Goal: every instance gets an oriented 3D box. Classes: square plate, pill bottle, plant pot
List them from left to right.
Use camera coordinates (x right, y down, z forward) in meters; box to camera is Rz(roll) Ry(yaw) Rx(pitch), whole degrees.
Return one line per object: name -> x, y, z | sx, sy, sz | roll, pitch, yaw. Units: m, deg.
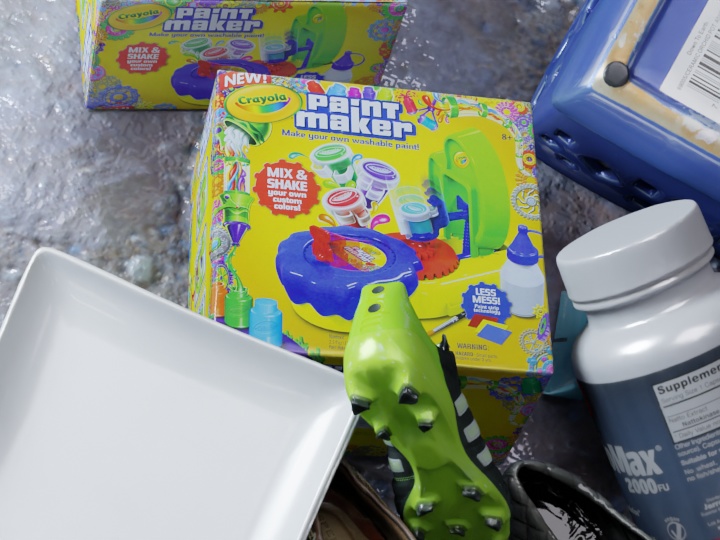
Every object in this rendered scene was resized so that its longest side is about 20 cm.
square plate -> -0.123, 0.115, 1.092 | 0.199, 0.028, 0.200 | 23, 78, 1
pill bottle -> 0.192, 0.068, 1.200 | 0.119, 0.119, 0.201 | -27, 100, -26
plant pot -> 0.230, -0.130, 1.297 | 0.199, 0.180, 0.201 | 30, 88, 4

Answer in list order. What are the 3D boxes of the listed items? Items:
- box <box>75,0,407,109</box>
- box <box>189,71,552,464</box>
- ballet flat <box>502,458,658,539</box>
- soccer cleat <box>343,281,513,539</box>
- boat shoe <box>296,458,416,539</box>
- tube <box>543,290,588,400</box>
box -> -0.088, -0.220, 1.352 | 0.198, 0.122, 0.194 | 0, 60, -14
box -> 0.000, 0.000, 1.233 | 0.198, 0.122, 0.194 | 4, 58, -11
ballet flat -> 0.156, 0.179, 1.152 | 0.199, 0.057, 0.067 | 34, 75, 20
soccer cleat -> 0.042, 0.087, 1.115 | 0.067, 0.201, 0.082 | -8, 48, 16
boat shoe -> 0.017, 0.181, 1.090 | 0.074, 0.075, 0.202 | -20, 53, -33
tube -> 0.219, 0.068, 1.300 | 0.198, 0.051, 0.078 | 14, 53, 1
